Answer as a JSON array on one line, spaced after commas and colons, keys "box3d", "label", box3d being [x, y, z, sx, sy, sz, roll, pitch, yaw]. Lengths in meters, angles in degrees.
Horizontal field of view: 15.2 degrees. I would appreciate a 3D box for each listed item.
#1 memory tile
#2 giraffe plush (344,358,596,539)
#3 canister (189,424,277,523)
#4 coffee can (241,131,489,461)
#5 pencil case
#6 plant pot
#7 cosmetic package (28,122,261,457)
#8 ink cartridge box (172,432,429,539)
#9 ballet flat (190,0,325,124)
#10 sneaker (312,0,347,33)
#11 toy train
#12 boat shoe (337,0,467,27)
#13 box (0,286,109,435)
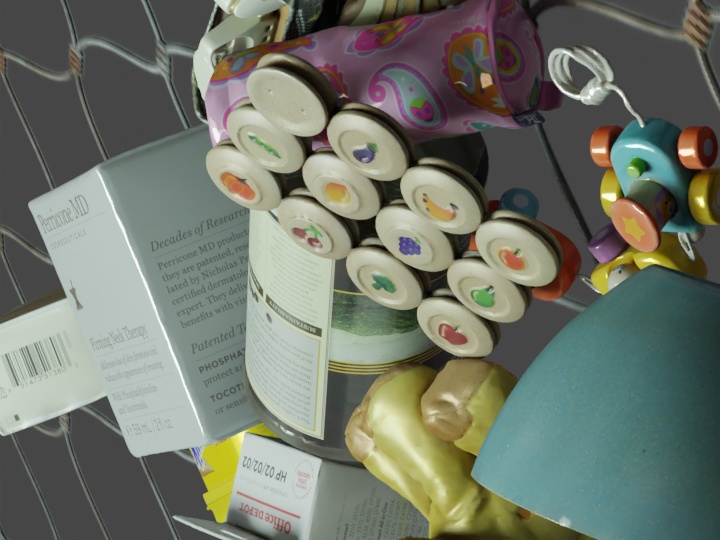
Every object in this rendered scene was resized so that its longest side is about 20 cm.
[{"box3d": [0.010, -0.032, 1.496, 0.200, 0.017, 0.153, 35, 149, -1], "label": "memory tile"}, {"box3d": [0.067, 0.168, 1.582, 0.200, 0.163, 0.173, 28, 156, -3], "label": "giraffe plush"}, {"box3d": [-0.100, 0.079, 2.038, 0.201, 0.086, 0.149, 66, 158, 5], "label": "canister"}, {"box3d": [0.000, 0.000, 1.686, 0.146, 0.146, 0.200, 48, 151, 34], "label": "coffee can"}, {"box3d": [0.012, -0.102, 1.541, 0.199, 0.087, 0.088, -11, 106, 25], "label": "pencil case"}, {"box3d": [0.173, 0.074, 1.392, 0.200, 0.200, 0.135, 24, 96, 56], "label": "plant pot"}, {"box3d": [-0.101, 0.004, 1.872, 0.167, 0.166, 0.201, -17, 95, 66], "label": "cosmetic package"}, {"box3d": [-0.009, 0.155, 1.780, 0.115, 0.199, 0.068, 11, 89, 60], "label": "ink cartridge box"}, {"box3d": [-0.062, -0.155, 1.610, 0.072, 0.072, 0.201, 52, 144, 27], "label": "ballet flat"}, {"box3d": [-0.037, -0.178, 1.691, 0.114, 0.076, 0.200, 55, 151, 26], "label": "sneaker"}, {"box3d": [0.120, -0.025, 1.468, 0.150, 0.056, 0.200, 32, 145, 9], "label": "toy train"}, {"box3d": [0.042, -0.177, 1.556, 0.076, 0.072, 0.200, 28, 143, 9], "label": "boat shoe"}, {"box3d": [-0.224, 0.059, 2.020, 0.200, 0.095, 0.078, -70, -42, -84], "label": "box"}]
